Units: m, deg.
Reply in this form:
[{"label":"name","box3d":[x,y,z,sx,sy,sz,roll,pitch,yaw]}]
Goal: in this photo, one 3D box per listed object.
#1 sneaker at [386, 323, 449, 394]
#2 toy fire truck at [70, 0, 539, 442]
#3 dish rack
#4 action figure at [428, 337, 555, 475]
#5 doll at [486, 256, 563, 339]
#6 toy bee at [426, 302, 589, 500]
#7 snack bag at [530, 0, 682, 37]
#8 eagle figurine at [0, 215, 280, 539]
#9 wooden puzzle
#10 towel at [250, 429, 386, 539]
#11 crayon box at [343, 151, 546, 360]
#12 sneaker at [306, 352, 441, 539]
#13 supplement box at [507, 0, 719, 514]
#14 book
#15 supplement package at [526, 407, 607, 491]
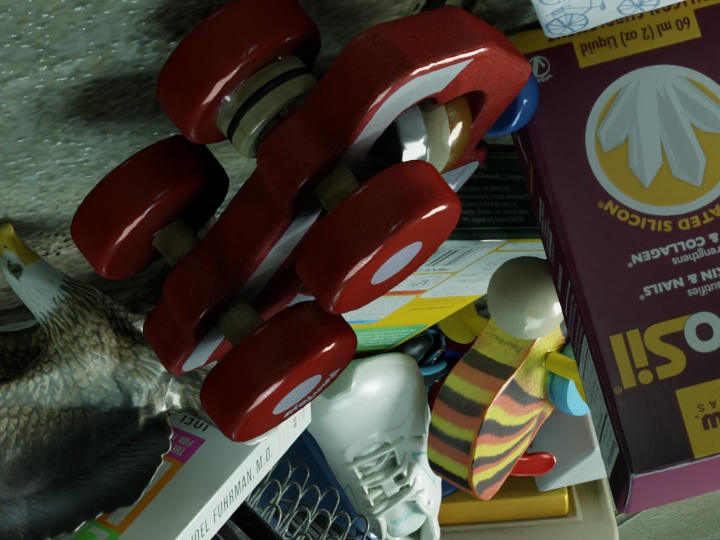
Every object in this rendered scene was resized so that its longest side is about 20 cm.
[{"label":"sneaker","box3d":[0.022,0.068,1.275,0.082,0.074,0.200,-19,165,7]},{"label":"toy fire truck","box3d":[-0.006,-0.034,0.828,0.168,0.112,0.200,-25,159,-48]},{"label":"dish rack","box3d":[-0.032,0.147,1.101,0.200,0.153,0.055,16,108,-49]},{"label":"action figure","box3d":[0.077,0.080,1.301,0.051,0.066,0.200,-8,-169,-16]},{"label":"doll","box3d":[0.147,-0.029,0.965,0.199,0.137,0.048,-31,155,3]},{"label":"toy bee","box3d":[0.098,0.024,1.163,0.130,0.201,0.109,4,139,25]},{"label":"snack bag","box3d":[0.149,-0.150,0.755,0.199,0.022,0.189,-17,163,7]},{"label":"eagle figurine","box3d":[-0.145,0.046,0.966,0.199,0.151,0.152,-29,173,8]},{"label":"wooden puzzle","box3d":[0.070,0.135,1.370,0.184,0.037,0.200,-4,-153,1]},{"label":"towel","box3d":[-0.079,0.168,1.244,0.200,0.112,0.049,-32,179,-32]},{"label":"crayon box","box3d":[0.000,0.000,1.065,0.125,0.052,0.200,-1,158,-40]},{"label":"sneaker","box3d":[0.016,0.106,1.181,0.070,0.081,0.200,-19,154,7]},{"label":"supplement box","box3d":[0.138,-0.010,0.887,0.110,0.201,0.086,-15,164,0]},{"label":"book","box3d":[-0.130,0.105,1.001,0.200,0.133,0.048,-49,147,-43]},{"label":"supplement package","box3d":[0.203,0.052,1.298,0.199,0.122,0.120,-10,164,-15]}]
